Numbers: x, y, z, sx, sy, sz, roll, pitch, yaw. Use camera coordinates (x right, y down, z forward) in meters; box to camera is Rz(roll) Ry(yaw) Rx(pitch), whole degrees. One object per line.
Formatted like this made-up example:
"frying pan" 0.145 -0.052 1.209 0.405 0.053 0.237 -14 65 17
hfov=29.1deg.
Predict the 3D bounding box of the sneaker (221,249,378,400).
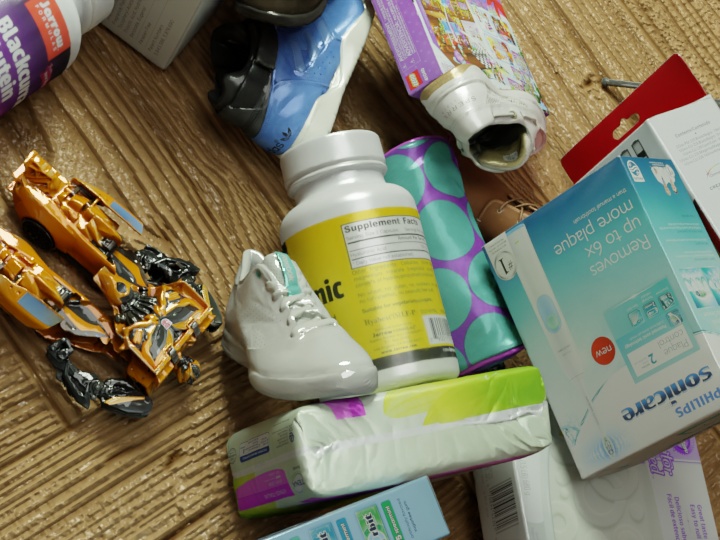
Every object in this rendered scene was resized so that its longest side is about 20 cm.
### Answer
"sneaker" -0.051 0.033 0.981 0.075 0.200 0.089 -4 103 -27

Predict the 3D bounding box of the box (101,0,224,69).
"box" -0.131 -0.309 1.122 0.130 0.200 0.199 36 55 -6

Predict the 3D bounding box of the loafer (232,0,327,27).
"loafer" -0.050 -0.264 1.130 0.072 0.072 0.200 14 39 8

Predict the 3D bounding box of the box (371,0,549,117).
"box" 0.084 -0.202 1.218 0.200 0.039 0.138 8 57 -56

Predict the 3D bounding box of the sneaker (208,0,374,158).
"sneaker" -0.062 -0.194 1.162 0.111 0.077 0.201 30 61 -22

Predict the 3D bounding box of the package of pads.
"package of pads" 0.017 0.126 1.000 0.199 0.154 0.069 -7 78 -27

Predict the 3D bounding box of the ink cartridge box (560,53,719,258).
"ink cartridge box" 0.234 -0.054 1.171 0.084 0.200 0.176 -23 76 -32

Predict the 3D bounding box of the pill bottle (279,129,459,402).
"pill bottle" 0.000 0.000 1.067 0.111 0.111 0.201 -7 76 -29

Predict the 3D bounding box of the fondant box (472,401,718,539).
"fondant box" 0.186 0.175 1.105 0.199 0.058 0.145 8 61 -32

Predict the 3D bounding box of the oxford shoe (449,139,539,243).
"oxford shoe" 0.129 -0.044 1.194 0.071 0.071 0.200 -34 79 -33

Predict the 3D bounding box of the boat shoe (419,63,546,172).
"boat shoe" 0.114 -0.112 1.169 0.200 0.071 0.070 10 47 -61

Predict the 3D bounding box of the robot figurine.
"robot figurine" -0.193 0.013 1.011 0.200 0.058 0.145 39 55 -3

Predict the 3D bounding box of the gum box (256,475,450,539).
"gum box" -0.067 0.199 0.907 0.199 0.170 0.045 -17 80 -31

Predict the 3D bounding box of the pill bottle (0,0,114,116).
"pill bottle" -0.279 -0.175 1.033 0.111 0.111 0.200 44 55 0

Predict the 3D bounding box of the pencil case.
"pencil case" 0.073 -0.010 1.140 0.092 0.085 0.201 -20 75 -16

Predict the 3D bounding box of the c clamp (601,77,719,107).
"c clamp" 0.284 -0.094 1.283 0.027 0.170 0.201 49 52 -49

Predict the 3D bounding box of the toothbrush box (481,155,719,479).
"toothbrush box" 0.202 0.036 1.053 0.085 0.146 0.201 -4 66 -49
